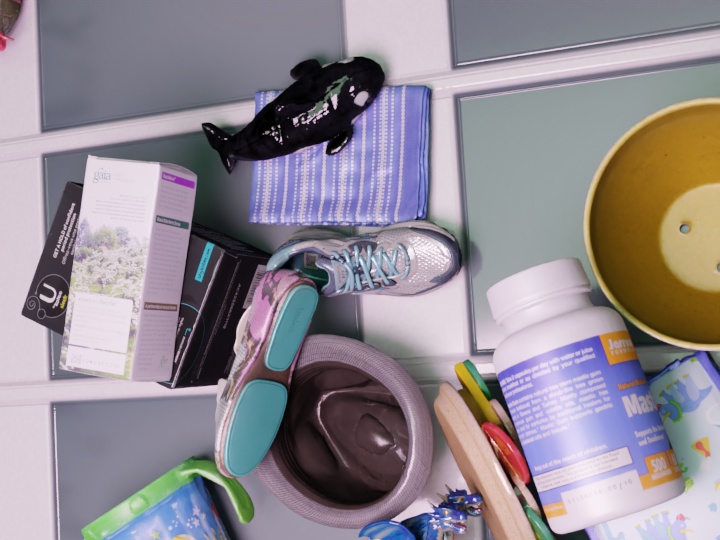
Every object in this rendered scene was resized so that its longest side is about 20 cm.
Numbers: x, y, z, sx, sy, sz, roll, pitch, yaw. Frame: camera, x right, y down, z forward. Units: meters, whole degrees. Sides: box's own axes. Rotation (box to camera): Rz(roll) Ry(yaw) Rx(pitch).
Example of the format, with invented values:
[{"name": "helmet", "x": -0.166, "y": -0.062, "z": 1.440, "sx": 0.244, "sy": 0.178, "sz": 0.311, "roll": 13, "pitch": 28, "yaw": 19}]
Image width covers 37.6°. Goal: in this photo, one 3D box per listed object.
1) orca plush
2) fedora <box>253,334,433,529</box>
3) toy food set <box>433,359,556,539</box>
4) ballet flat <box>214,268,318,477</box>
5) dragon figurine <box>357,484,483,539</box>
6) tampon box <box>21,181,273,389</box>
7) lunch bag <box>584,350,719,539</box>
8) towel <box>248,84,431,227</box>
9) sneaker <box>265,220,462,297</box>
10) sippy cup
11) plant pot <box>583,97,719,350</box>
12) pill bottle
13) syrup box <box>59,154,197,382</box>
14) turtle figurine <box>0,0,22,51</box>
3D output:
[{"name": "orca plush", "x": -0.076, "y": -0.167, "z": 1.070, "sx": 0.199, "sy": 0.071, "sz": 0.106, "roll": -9, "pitch": 80, "yaw": 21}, {"name": "fedora", "x": -0.008, "y": 0.156, "z": 1.032, "sx": 0.199, "sy": 0.090, "sz": 0.178, "roll": 15, "pitch": 91, "yaw": 28}, {"name": "toy food set", "x": 0.123, "y": 0.183, "z": 0.932, "sx": 0.048, "sy": 0.199, "sz": 0.200, "roll": -25, "pitch": 42, "yaw": -4}, {"name": "ballet flat", "x": -0.099, "y": 0.093, "z": 1.004, "sx": 0.071, "sy": 0.069, "sz": 0.201, "roll": 17, "pitch": 88, "yaw": 46}, {"name": "dragon figurine", "x": 0.038, "y": 0.251, "z": 0.952, "sx": 0.199, "sy": 0.059, "sz": 0.100, "roll": -21, "pitch": 76, "yaw": 45}, {"name": "tampon box", "x": -0.217, "y": 0.016, "z": 1.099, "sx": 0.199, "sy": 0.126, "sz": 0.151, "roll": 23, "pitch": 94, "yaw": 21}, {"name": "lunch bag", "x": 0.278, "y": 0.192, "z": 0.906, "sx": 0.170, "sy": 0.127, "sz": 0.201, "roll": -36, "pitch": 85, "yaw": 15}, {"name": "towel", "x": -0.024, "y": -0.117, "z": 1.090, "sx": 0.199, "sy": 0.024, "sz": 0.146, "roll": 1, "pitch": 86, "yaw": 21}, {"name": "sneaker", "x": 0.000, "y": 0.000, "z": 1.034, "sx": 0.199, "sy": 0.086, "sz": 0.078, "roll": -4, "pitch": 103, "yaw": 23}, {"name": "sippy cup", "x": -0.193, "y": 0.280, "z": 1.081, "sx": 0.131, "sy": 0.139, "sz": 0.178, "roll": 56, "pitch": 144, "yaw": 3}, {"name": "plant pot", "x": 0.301, "y": -0.034, "z": 0.901, "sx": 0.199, "sy": 0.142, "sz": 0.201, "roll": -1, "pitch": 87, "yaw": 21}, {"name": "pill bottle", "x": 0.172, "y": 0.097, "z": 0.845, "sx": 0.112, "sy": 0.112, "sz": 0.201, "roll": -22, "pitch": 76, "yaw": 18}, {"name": "syrup box", "x": -0.215, "y": -0.002, "z": 0.988, "sx": 0.078, "sy": 0.081, "sz": 0.201, "roll": 7, "pitch": 87, "yaw": 19}, {"name": "turtle figurine", "x": -0.441, "y": -0.323, "z": 1.221, "sx": 0.149, "sy": 0.100, "sz": 0.201, "roll": 7, "pitch": 87, "yaw": 61}]
